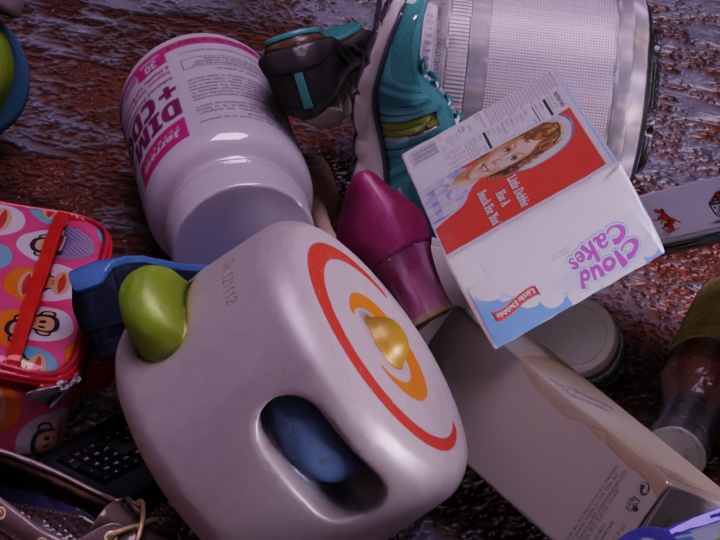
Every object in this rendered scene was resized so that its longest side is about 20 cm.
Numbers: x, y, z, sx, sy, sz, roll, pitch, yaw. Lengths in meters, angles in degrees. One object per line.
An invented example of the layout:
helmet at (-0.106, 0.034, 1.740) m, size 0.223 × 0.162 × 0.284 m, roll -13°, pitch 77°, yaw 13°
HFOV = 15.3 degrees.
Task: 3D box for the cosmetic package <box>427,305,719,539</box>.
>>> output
cosmetic package at (0.123, 0.110, 1.561) m, size 0.104 × 0.073 × 0.200 m, roll 25°, pitch 12°, yaw -48°

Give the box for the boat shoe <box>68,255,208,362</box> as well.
boat shoe at (-0.111, 0.037, 1.640) m, size 0.084 × 0.069 × 0.200 m, roll -18°, pitch -15°, yaw 37°

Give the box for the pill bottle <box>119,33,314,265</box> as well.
pill bottle at (-0.094, -0.067, 1.801) m, size 0.113 × 0.113 × 0.200 m, roll -1°, pitch 31°, yaw -14°

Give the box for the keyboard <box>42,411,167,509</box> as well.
keyboard at (-0.089, 0.087, 1.619) m, size 0.104 × 0.040 × 0.200 m, roll 27°, pitch 37°, yaw 30°

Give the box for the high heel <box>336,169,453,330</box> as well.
high heel at (0.000, 0.000, 1.645) m, size 0.067 × 0.096 × 0.200 m, roll -25°, pitch -3°, yaw -12°

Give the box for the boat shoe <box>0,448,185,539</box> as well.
boat shoe at (-0.144, 0.152, 1.477) m, size 0.200 × 0.060 × 0.072 m, roll 20°, pitch 32°, yaw 20°

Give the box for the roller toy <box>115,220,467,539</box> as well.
roller toy at (-0.031, 0.072, 1.493) m, size 0.183 × 0.140 × 0.200 m, roll 62°, pitch 17°, yaw 22°

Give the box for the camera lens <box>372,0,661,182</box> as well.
camera lens at (0.107, -0.132, 1.909) m, size 0.200 × 0.160 × 0.160 m, roll 6°, pitch 31°, yaw -3°

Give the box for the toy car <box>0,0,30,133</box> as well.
toy car at (-0.317, -0.151, 1.879) m, size 0.200 × 0.175 × 0.150 m, roll 21°, pitch -3°, yaw 22°

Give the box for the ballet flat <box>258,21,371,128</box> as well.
ballet flat at (-0.029, -0.131, 1.839) m, size 0.068 × 0.068 × 0.200 m, roll -17°, pitch 4°, yaw 14°

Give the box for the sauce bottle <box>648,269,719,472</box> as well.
sauce bottle at (0.221, 0.066, 1.701) m, size 0.066 × 0.066 × 0.200 m, roll 17°, pitch 31°, yaw 15°

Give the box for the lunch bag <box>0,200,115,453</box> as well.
lunch bag at (-0.225, 0.033, 1.647) m, size 0.176 × 0.082 × 0.200 m, roll 11°, pitch 31°, yaw -3°

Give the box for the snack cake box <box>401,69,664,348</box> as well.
snack cake box at (0.100, -0.041, 1.610) m, size 0.115 × 0.067 × 0.200 m, roll -28°, pitch 20°, yaw 4°

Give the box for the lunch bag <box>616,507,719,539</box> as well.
lunch bag at (0.194, 0.218, 1.397) m, size 0.200 × 0.128 × 0.170 m, roll -17°, pitch 39°, yaw -14°

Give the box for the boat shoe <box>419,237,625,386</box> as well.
boat shoe at (0.083, 0.032, 1.750) m, size 0.200 × 0.073 × 0.062 m, roll 17°, pitch -12°, yaw 28°

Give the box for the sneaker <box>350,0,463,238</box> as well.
sneaker at (0.037, -0.101, 1.802) m, size 0.080 × 0.200 × 0.078 m, roll 5°, pitch 28°, yaw 10°

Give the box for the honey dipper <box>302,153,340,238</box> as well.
honey dipper at (-0.025, -0.026, 1.798) m, size 0.038 × 0.038 × 0.200 m, roll 2°, pitch 23°, yaw -9°

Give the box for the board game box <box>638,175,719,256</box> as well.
board game box at (0.199, -0.031, 1.678) m, size 0.200 × 0.035 × 0.126 m, roll -13°, pitch -5°, yaw 39°
